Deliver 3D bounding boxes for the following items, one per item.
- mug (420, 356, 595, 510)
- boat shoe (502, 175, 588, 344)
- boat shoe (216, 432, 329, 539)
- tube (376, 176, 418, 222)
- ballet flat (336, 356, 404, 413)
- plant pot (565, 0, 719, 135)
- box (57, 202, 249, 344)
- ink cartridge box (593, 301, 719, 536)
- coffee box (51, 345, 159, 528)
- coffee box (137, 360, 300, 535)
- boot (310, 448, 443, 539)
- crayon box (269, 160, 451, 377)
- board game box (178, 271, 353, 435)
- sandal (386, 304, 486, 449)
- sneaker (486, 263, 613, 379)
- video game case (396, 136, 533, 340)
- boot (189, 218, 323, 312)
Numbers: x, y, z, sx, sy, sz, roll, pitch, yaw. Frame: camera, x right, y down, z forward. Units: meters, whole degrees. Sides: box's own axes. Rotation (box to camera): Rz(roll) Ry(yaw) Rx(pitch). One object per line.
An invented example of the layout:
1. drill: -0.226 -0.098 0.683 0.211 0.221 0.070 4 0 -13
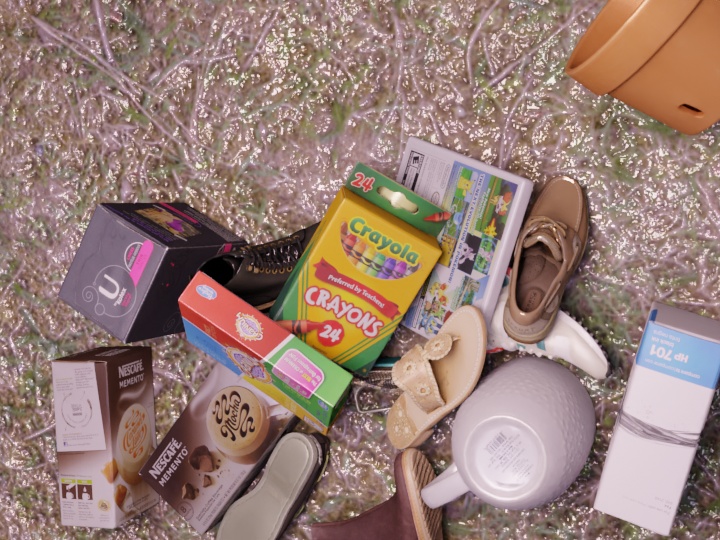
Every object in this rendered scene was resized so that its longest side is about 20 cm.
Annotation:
1. mug: 0.150 0.193 1.192 0.199 0.175 0.149 -36 84 18
2. boat shoe: 0.199 -0.023 1.168 0.070 0.065 0.202 12 63 13
3. boat shoe: -0.103 0.280 1.343 0.072 0.060 0.202 41 106 22
4. tube: -0.007 -0.010 1.250 0.058 0.052 0.201 33 104 0
5. ballet flat: -0.004 0.128 1.295 0.197 0.068 0.077 8 100 14
6. plant pot: 0.319 -0.230 1.100 0.140 0.200 0.201 39 106 -7
7. box: -0.234 -0.002 1.285 0.105 0.200 0.124 31 104 17
8. ink cartridge box: 0.312 0.148 1.149 0.085 0.146 0.203 18 100 14
9. coffee box: -0.314 0.202 1.378 0.078 0.114 0.204 -1 95 18
10. coffee box: -0.163 0.202 1.345 0.113 0.080 0.201 40 105 9
11. boot: 0.014 0.299 1.286 0.164 0.072 0.203 -4 111 23
12. crayon box: 0.000 0.000 1.202 0.126 0.051 0.202 26 106 -13
13. board game box: -0.104 0.094 1.217 0.198 0.153 0.041 33 71 7
14. sandal: 0.061 0.124 1.187 0.078 0.069 0.213 62 141 34
15. sneaker: 0.180 0.068 1.210 0.199 0.070 0.094 42 94 22
16. video game case: 0.091 -0.028 1.229 0.181 0.022 0.203 27 104 44
17. boot: -0.084 -0.015 1.263 0.199 0.138 0.078 -34 70 16
